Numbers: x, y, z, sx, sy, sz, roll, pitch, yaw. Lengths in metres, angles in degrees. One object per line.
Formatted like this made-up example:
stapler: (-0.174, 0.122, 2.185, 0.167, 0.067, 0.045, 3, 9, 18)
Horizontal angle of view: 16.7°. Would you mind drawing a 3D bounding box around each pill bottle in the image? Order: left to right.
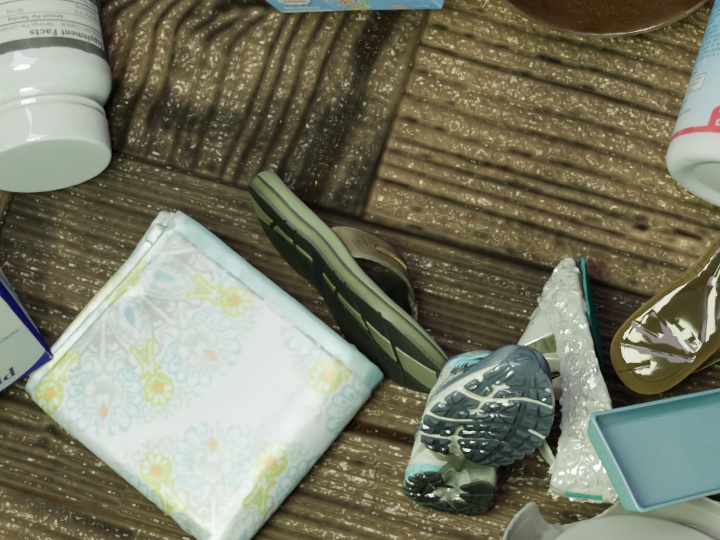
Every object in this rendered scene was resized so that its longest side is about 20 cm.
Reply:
pill bottle: (-0.236, -0.165, 1.734, 0.112, 0.113, 0.201, -11, 71, 2)
pill bottle: (0.286, -0.145, 1.674, 0.108, 0.109, 0.201, 16, 74, 11)

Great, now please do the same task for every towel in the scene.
towel: (-0.110, 0.075, 1.679, 0.200, 0.048, 0.171, 38, 82, 16)

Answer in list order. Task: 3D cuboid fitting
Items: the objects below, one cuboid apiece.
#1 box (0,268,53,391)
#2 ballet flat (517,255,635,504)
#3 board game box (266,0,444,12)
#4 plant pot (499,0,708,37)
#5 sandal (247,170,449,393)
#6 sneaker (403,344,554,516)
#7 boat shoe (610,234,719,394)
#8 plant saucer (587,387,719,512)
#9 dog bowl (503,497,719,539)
box: (-0.342, 0.017, 1.670, 0.183, 0.105, 0.200, -33, 58, -5)
ballet flat: (0.134, 0.069, 1.612, 0.071, 0.072, 0.201, -10, 46, 3)
board game box: (0.020, -0.281, 1.750, 0.151, 0.037, 0.201, 3, 70, 40)
plant pot: (0.168, -0.299, 1.706, 0.186, 0.188, 0.201, -2, 48, 5)
sandal: (0.000, -0.001, 1.678, 0.057, 0.080, 0.201, -33, 71, -20)
sneaker: (0.072, 0.083, 1.581, 0.077, 0.200, 0.087, 14, 61, -10)
boat shoe: (0.252, 0.009, 1.634, 0.199, 0.066, 0.074, -33, 86, 7)
plant saucer: (0.222, 0.113, 1.579, 0.199, 0.019, 0.070, -8, 64, -44)
dog bowl: (0.180, 0.214, 1.534, 0.199, 0.059, 0.200, 7, 31, -4)
